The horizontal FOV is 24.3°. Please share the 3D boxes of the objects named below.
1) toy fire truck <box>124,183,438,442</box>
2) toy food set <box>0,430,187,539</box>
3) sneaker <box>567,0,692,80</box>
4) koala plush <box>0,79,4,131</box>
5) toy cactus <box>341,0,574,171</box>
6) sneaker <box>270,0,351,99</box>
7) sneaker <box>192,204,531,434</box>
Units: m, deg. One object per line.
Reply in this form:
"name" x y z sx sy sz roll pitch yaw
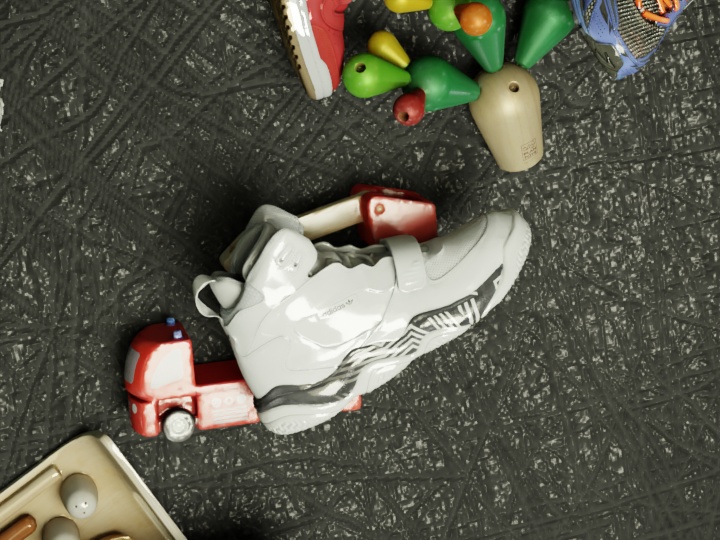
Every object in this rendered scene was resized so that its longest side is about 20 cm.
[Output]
"toy fire truck" -0.051 0.024 1.049 0.199 0.049 0.142 -6 105 -14
"toy food set" -0.199 0.214 1.048 0.200 0.060 0.144 -36 110 -4
"sneaker" 0.184 -0.191 0.997 0.075 0.078 0.200 50 51 -27
"koala plush" -0.247 -0.157 0.898 0.177 0.183 0.201 -21 126 -43
"toy cactus" 0.087 -0.136 1.028 0.200 0.102 0.166 -39 128 -24
"sneaker" -0.007 -0.208 0.992 0.112 0.071 0.201 -14 105 -9
"sneaker" 0.000 0.000 0.991 0.199 0.075 0.115 -35 111 -1
